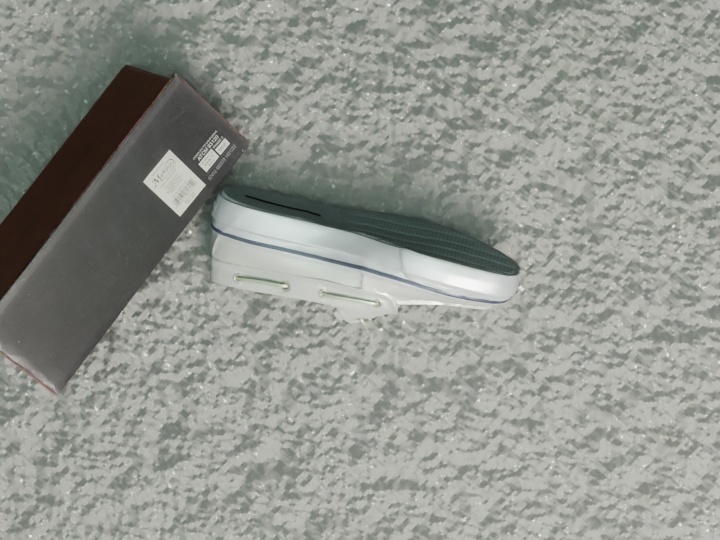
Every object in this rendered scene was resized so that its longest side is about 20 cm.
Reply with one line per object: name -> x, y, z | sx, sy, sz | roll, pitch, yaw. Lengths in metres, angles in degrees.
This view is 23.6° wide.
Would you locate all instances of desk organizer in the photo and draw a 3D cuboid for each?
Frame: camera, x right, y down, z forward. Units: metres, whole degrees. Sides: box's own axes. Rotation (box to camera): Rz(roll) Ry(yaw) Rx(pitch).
desk organizer -> -0.169, -0.030, 1.089 | 0.072, 0.077, 0.200 | 43, 79, -33

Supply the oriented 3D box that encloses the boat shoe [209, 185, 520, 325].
boat shoe -> 0.000, 0.000, 1.095 | 0.200, 0.074, 0.067 | 16, 110, 11
